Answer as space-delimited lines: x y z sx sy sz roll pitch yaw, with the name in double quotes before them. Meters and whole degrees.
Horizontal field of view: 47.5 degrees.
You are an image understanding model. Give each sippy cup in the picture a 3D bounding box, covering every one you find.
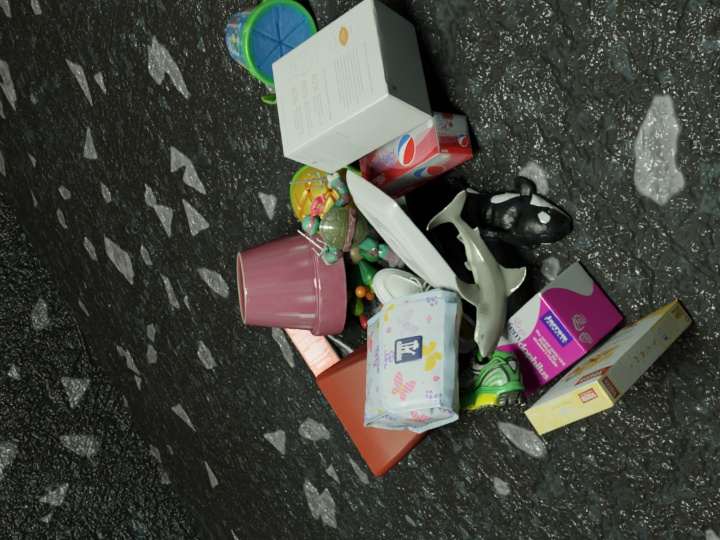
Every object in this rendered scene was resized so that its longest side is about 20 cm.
"sippy cup" -0.156 -0.379 1.347 0.130 0.138 0.182 28 96 52

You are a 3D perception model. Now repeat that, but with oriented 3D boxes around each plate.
"plate" 0.060 -0.048 1.193 0.201 0.032 0.200 49 178 -28

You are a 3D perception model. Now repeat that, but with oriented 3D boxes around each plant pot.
"plant pot" 0.080 0.191 1.390 0.202 0.198 0.176 55 135 6
"plant pot" -0.130 0.023 1.479 0.200 0.174 0.206 174 90 -77

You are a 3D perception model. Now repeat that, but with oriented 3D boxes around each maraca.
"maraca" -0.030 -0.122 1.383 0.195 0.107 0.140 0 120 23

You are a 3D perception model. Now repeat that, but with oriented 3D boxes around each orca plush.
"orca plush" 0.193 -0.079 1.146 0.199 0.070 0.107 37 139 31

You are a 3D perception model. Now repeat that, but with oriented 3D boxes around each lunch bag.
"lunch bag" 0.079 0.132 1.182 0.200 0.124 0.174 142 135 -63

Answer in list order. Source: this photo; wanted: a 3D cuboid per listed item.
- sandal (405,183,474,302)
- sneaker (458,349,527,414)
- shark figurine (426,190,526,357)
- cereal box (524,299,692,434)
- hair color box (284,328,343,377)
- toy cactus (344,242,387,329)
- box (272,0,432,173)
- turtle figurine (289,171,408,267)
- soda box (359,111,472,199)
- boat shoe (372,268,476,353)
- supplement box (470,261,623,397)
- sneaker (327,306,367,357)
"sandal" 0.117 -0.037 1.299 0.076 0.042 0.204 -22 95 55
"sneaker" 0.176 0.162 1.178 0.199 0.076 0.088 148 125 -63
"shark figurine" 0.179 -0.007 1.125 0.088 0.127 0.219 -16 94 36
"cereal box" 0.310 0.121 1.023 0.040 0.198 0.144 54 144 6
"hair color box" -0.111 0.114 1.638 0.202 0.063 0.111 57 -177 8
"toy cactus" 0.000 0.000 1.448 0.167 0.101 0.202 56 155 24
"box" -0.016 -0.256 1.163 0.197 0.105 0.156 -22 68 35
"turtle figurine" -0.026 -0.069 1.304 0.101 0.195 0.153 -115 38 -63
"soda box" 0.078 -0.166 1.220 0.199 0.069 0.065 -26 70 55
"boat shoe" 0.105 0.057 1.306 0.200 0.075 0.086 38 167 10
"supplement box" 0.259 0.094 1.158 0.102 0.102 0.201 51 143 12
"sneaker" -0.027 0.141 1.588 0.200 0.075 0.089 43 148 24
